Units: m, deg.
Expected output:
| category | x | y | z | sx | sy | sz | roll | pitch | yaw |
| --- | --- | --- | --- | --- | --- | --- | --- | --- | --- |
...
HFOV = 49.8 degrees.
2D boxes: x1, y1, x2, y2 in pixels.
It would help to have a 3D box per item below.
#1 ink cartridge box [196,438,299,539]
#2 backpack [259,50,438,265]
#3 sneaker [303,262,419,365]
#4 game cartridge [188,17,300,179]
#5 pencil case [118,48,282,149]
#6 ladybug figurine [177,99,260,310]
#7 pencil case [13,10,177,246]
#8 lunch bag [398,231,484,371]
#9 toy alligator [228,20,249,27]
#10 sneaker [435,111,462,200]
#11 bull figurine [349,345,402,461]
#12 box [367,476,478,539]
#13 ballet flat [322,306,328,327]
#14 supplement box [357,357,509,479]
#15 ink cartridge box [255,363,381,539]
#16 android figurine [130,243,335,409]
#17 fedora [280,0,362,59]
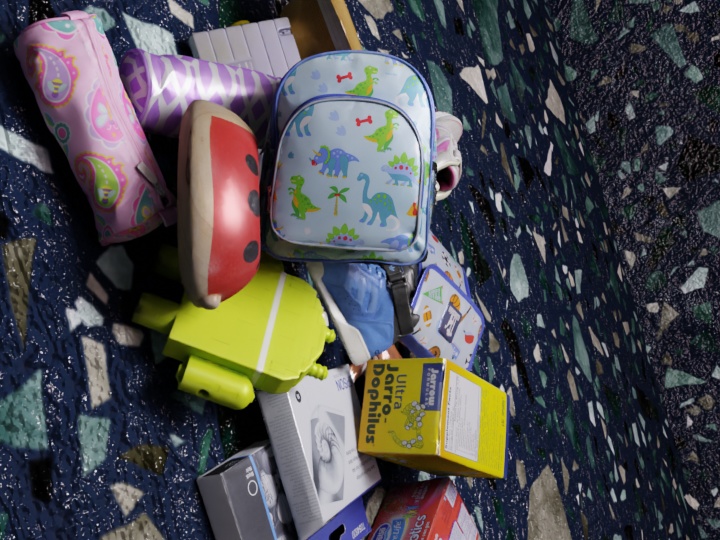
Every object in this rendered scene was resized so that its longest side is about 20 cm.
| category | x | y | z | sx | sy | sz | roll | pitch | yaw |
| --- | --- | --- | --- | --- | --- | --- | --- | --- | --- |
| ink cartridge box | -0.090 | 0.280 | 0.768 | 0.099 | 0.039 | 0.204 | -20 | 93 | -61 |
| backpack | -0.009 | -0.109 | 0.760 | 0.147 | 0.179 | 0.205 | -137 | -130 | -85 |
| sneaker | 0.000 | 0.000 | 0.891 | 0.203 | 0.110 | 0.077 | 65 | -5 | -15 |
| game cartridge | -0.116 | -0.187 | 0.911 | 0.127 | 0.038 | 0.204 | -17 | 89 | -19 |
| pencil case | -0.152 | -0.175 | 0.803 | 0.198 | 0.085 | 0.085 | 2 | 116 | -42 |
| ladybug figurine | -0.127 | -0.060 | 0.707 | 0.136 | 0.070 | 0.204 | 110 | -22 | -68 |
| pencil case | -0.232 | -0.124 | 0.696 | 0.087 | 0.086 | 0.203 | -35 | 105 | -59 |
| lunch bag | 0.087 | 0.041 | 1.087 | 0.170 | 0.123 | 0.202 | 43 | 29 | -37 |
| toy alligator | -0.114 | -0.294 | 1.016 | 0.199 | 0.054 | 0.060 | -22 | 94 | -61 |
| sneaker | 0.102 | -0.144 | 1.069 | 0.201 | 0.087 | 0.082 | -52 | 158 | -39 |
| bull figurine | 0.046 | 0.171 | 1.031 | 0.201 | 0.064 | 0.122 | 56 | 34 | -27 |
| box | 0.064 | 0.357 | 0.931 | 0.101 | 0.094 | 0.201 | 61 | 31 | -17 |
| ballet flat | -0.076 | 0.064 | 0.878 | 0.199 | 0.066 | 0.069 | -5 | 80 | -60 |
| supplement box | 0.096 | 0.185 | 0.949 | 0.199 | 0.108 | 0.111 | 33 | 57 | -51 |
| ink cartridge box | -0.032 | 0.213 | 0.856 | 0.199 | 0.040 | 0.204 | 2 | 71 | -72 |
| android figurine | -0.116 | 0.047 | 0.757 | 0.197 | 0.041 | 0.184 | 22 | 47 | -16 |
| fedora | -0.050 | -0.301 | 0.991 | 0.201 | 0.081 | 0.204 | -23 | 91 | -87 |
